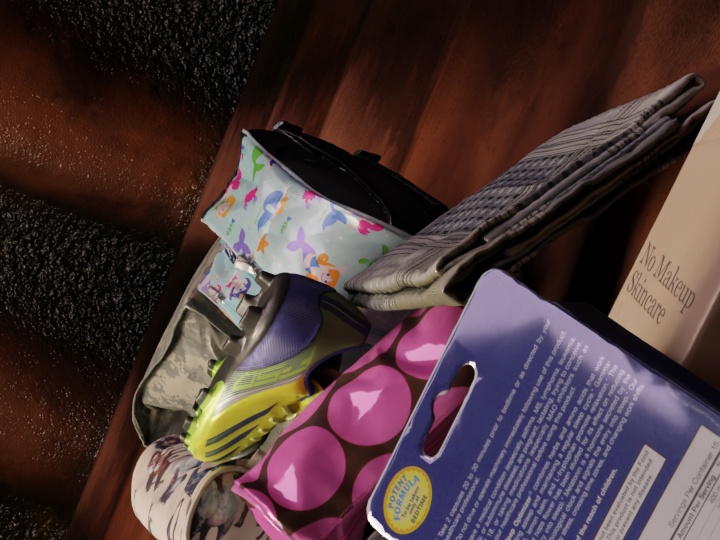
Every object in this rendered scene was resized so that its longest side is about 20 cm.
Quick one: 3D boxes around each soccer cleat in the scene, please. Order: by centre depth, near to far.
[{"bbox_3d":[-0.054,0.073,1.031,0.200,0.084,0.065,122,169,-52],"label":"soccer cleat"}]

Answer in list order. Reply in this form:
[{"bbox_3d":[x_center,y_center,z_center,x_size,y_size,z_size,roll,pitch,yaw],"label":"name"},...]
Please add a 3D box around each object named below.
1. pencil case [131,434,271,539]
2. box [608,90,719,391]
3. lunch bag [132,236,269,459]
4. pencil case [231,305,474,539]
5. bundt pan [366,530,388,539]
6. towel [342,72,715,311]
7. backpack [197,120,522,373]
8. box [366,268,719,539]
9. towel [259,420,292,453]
[{"bbox_3d":[-0.105,0.160,1.178,0.089,0.078,0.200,-52,15,-11],"label":"pencil case"},{"bbox_3d":[0.151,0.028,0.672,0.095,0.078,0.200,-118,50,-73],"label":"box"},{"bbox_3d":[-0.090,0.050,1.324,0.200,0.118,0.164,-53,5,50],"label":"lunch bag"},{"bbox_3d":[0.024,0.085,0.955,0.200,0.091,0.094,-45,45,-3],"label":"pencil case"},{"bbox_3d":[0.022,0.197,0.778,0.202,0.076,0.202,-35,34,29],"label":"bundt pan"},{"bbox_3d":[0.090,-0.040,0.925,0.193,0.035,0.200,-32,7,-15],"label":"towel"},{"bbox_3d":[0.000,0.000,1.114,0.200,0.178,0.151,27,96,52],"label":"backpack"},{"bbox_3d":[0.099,0.095,0.610,0.200,0.032,0.121,36,108,34],"label":"box"},{"bbox_3d":[-0.071,0.185,1.251,0.200,0.036,0.148,127,159,-50],"label":"towel"}]
